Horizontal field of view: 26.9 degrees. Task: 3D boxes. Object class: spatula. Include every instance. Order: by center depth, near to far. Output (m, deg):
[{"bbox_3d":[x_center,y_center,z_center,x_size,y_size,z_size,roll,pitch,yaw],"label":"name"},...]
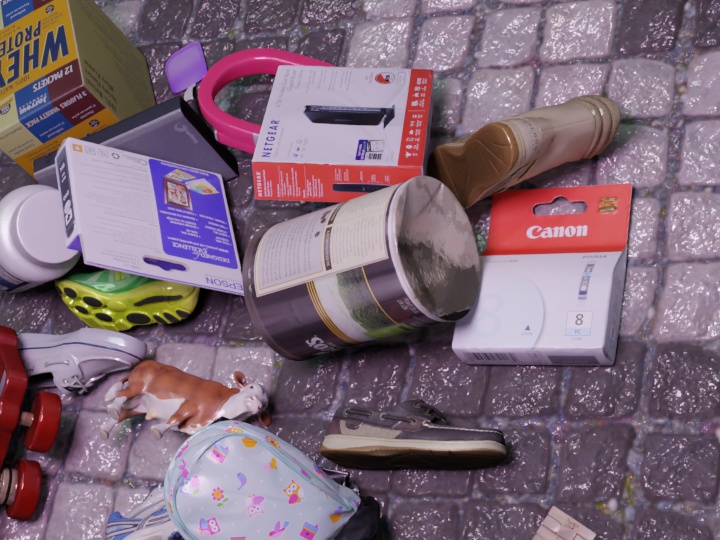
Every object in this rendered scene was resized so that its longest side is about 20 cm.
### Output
[{"bbox_3d":[-0.209,-0.211,1.850,0.056,0.021,0.201,-28,40,12],"label":"spatula"}]

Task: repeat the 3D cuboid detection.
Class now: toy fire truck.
[{"bbox_3d":[-0.415,0.180,1.685,0.202,0.111,0.168,-71,24,13],"label":"toy fire truck"}]

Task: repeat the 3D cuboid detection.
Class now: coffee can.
[{"bbox_3d":[0.000,0.000,1.523,0.198,0.146,0.148,-16,55,36],"label":"coffee can"}]

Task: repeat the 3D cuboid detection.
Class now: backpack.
[{"bbox_3d":[-0.094,0.228,1.439,0.200,0.127,0.167,40,79,-4],"label":"backpack"}]

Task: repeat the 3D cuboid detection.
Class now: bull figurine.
[{"bbox_3d":[-0.190,0.149,1.607,0.198,0.066,0.121,11,36,40],"label":"bull figurine"}]

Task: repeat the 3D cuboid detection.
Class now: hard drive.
[{"bbox_3d":[-0.261,-0.121,1.762,0.198,0.140,0.033,-22,53,15],"label":"hard drive"}]

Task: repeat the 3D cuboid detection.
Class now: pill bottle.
[{"bbox_3d":[-0.383,-0.038,1.742,0.199,0.110,0.112,-14,49,62],"label":"pill bottle"}]

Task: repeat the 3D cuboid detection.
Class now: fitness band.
[{"bbox_3d":[-0.092,-0.192,1.743,0.198,0.038,0.144,18,52,18],"label":"fitness band"}]

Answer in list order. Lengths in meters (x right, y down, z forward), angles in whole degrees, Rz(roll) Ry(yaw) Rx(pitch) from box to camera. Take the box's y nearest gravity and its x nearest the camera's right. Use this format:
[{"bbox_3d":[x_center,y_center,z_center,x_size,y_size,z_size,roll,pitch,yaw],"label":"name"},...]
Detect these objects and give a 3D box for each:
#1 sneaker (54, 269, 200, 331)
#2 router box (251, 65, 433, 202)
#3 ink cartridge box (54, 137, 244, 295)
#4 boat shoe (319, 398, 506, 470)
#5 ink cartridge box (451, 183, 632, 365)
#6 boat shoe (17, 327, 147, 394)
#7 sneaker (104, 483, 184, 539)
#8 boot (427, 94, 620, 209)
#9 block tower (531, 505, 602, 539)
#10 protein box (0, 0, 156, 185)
[{"bbox_3d":[-0.263,0.021,1.737,0.198,0.075,0.084,-1,41,27],"label":"sneaker"},{"bbox_3d":[-0.014,-0.148,1.617,0.177,0.049,0.201,2,37,5],"label":"router box"},{"bbox_3d":[-0.233,-0.048,1.666,0.044,0.196,0.201,-55,36,34],"label":"ink cartridge box"},{"bbox_3d":[0.051,0.158,1.482,0.199,0.072,0.067,-5,66,31],"label":"boat shoe"},{"bbox_3d":[0.186,-0.003,1.517,0.158,0.047,0.202,-2,65,27],"label":"ink cartridge box"},{"bbox_3d":[-0.322,0.110,1.713,0.198,0.073,0.068,-5,65,40],"label":"boat shoe"},{"bbox_3d":[-0.186,0.251,1.553,0.198,0.077,0.086,-22,51,15],"label":"sneaker"},{"bbox_3d":[0.167,-0.125,1.574,0.154,0.200,0.074,-19,84,-25],"label":"boot"},{"bbox_3d":[0.147,0.316,1.352,0.054,0.058,0.201,29,81,36],"label":"block tower"},{"bbox_3d":[-0.350,-0.212,1.824,0.134,0.199,0.202,-26,54,12],"label":"protein box"}]
